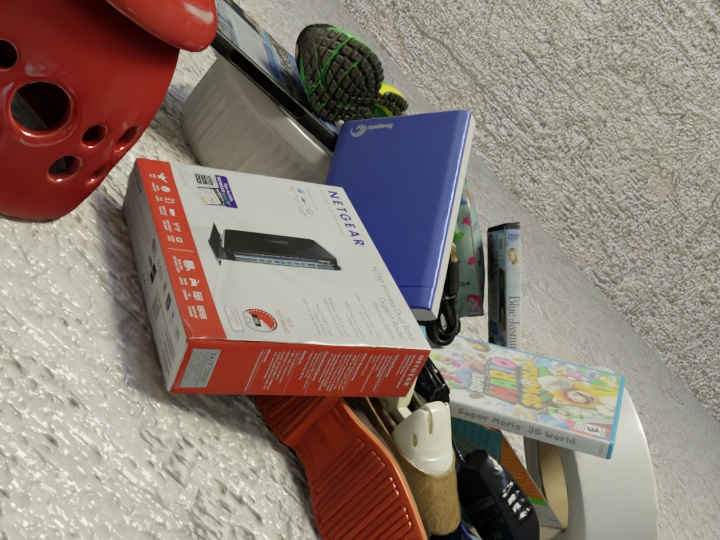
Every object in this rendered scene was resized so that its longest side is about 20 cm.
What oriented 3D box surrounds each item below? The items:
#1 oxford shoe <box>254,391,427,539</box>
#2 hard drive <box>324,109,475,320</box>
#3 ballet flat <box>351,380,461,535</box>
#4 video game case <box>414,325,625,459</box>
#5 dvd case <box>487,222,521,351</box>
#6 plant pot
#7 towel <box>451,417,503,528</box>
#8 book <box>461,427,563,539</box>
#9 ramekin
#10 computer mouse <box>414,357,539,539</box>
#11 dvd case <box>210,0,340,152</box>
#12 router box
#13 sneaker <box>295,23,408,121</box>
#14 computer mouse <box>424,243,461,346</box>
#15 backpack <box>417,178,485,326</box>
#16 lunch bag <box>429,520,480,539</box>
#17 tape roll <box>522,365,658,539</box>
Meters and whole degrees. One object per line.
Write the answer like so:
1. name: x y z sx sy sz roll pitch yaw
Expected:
1. oxford shoe: 0.000 0.140 0.644 0.072 0.071 0.201 30 24 -57
2. hard drive: 0.022 -0.051 0.808 0.025 0.131 0.201 51 45 -50
3. ballet flat: 0.029 0.103 0.708 0.068 0.072 0.201 -3 52 -42
4. video game case: 0.125 0.100 0.798 0.199 0.018 0.143 13 20 16
5. dvd case: 0.153 0.052 0.977 0.143 0.017 0.202 -33 122 -88
6. plant pot: -0.207 -0.164 0.590 0.200 0.182 0.201 44 15 -15
7. towel: 0.045 0.129 0.793 0.200 0.022 0.147 38 23 -6
8. book: 0.098 0.168 0.881 0.133 0.048 0.201 27 27 -45
9. ramekin: -0.094 -0.139 0.957 0.200 0.105 0.200 43 17 -17
10. computer mouse: 0.084 0.135 0.720 0.034 0.059 0.201 -22 77 -27
11. dvd case: -0.100 -0.209 0.879 0.200 0.018 0.143 38 20 -35
12. router box: -0.068 0.003 0.667 0.178 0.049 0.200 5 37 -30
13. sneaker: -0.022 -0.191 0.907 0.085 0.078 0.200 49 5 19
14. computer mouse: 0.000 0.000 0.858 0.044 0.199 0.110 -45 139 -44
15. backpack: 0.058 -0.030 1.004 0.200 0.149 0.179 -102 -178 -69
16. lunch bag: 0.111 0.262 0.654 0.151 0.094 0.200 47 6 1
17. tape roll: 0.218 0.196 0.893 0.202 0.070 0.204 172 -90 -86
